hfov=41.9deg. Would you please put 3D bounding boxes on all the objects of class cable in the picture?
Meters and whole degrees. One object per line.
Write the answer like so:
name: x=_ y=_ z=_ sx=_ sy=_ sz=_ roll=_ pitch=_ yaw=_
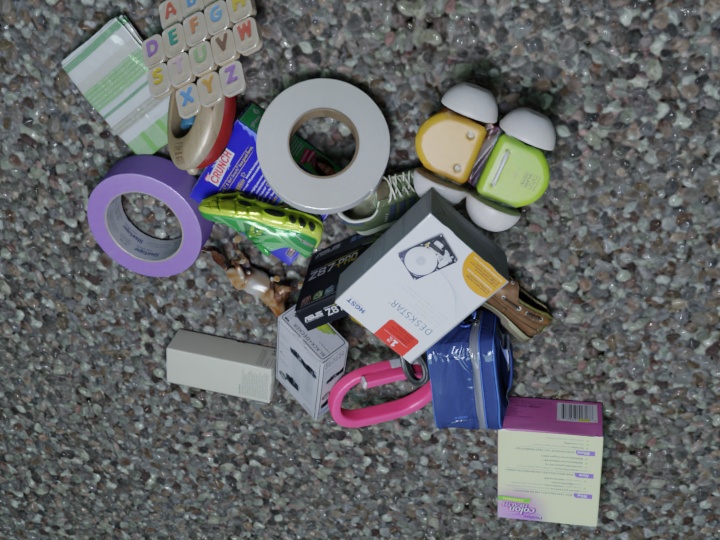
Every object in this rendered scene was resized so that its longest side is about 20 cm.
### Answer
cable: x=0.060 y=0.095 z=1.559 sx=0.200 sy=0.050 sz=0.097 roll=45 pitch=110 yaw=12

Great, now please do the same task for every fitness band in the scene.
fitness band: x=0.042 y=0.211 z=1.611 sx=0.198 sy=0.038 sz=0.144 roll=-9 pitch=139 yaw=-18

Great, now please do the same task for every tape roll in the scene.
tape roll: x=-0.055 y=-0.184 z=1.395 sx=0.201 sy=0.037 sz=0.205 roll=0 pitch=81 yaw=-1
tape roll: x=-0.349 y=-0.089 z=1.563 sx=0.198 sy=0.066 sz=0.202 roll=7 pitch=126 yaw=10

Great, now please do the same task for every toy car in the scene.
toy car: x=0.178 y=-0.167 z=1.355 sx=0.198 sy=0.150 sz=0.176 roll=24 pitch=108 yaw=4

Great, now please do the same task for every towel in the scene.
towel: x=-0.361 y=-0.287 z=1.489 sx=0.148 sy=0.031 sz=0.200 roll=-28 pitch=112 yaw=28

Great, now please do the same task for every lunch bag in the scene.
lunch bag: x=0.187 y=0.157 z=1.546 sx=0.131 sy=0.136 sz=0.202 roll=-2 pitch=118 yaw=14

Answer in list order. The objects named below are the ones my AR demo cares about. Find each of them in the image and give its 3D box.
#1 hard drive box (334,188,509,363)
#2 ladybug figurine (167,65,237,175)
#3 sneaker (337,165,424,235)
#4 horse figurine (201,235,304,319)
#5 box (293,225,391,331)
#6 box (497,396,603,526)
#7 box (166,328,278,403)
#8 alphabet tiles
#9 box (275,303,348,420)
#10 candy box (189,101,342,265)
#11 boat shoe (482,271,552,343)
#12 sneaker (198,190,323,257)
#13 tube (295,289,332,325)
hard drive box: x=0.087 y=0.011 z=1.335 sx=0.155 sy=0.077 sz=0.200 roll=38 pitch=118 yaw=-17
ladybug figurine: x=-0.235 y=-0.240 z=1.415 sx=0.135 sy=0.072 sz=0.202 roll=0 pitch=81 yaw=50
sneaker: x=0.051 y=-0.114 z=1.439 sx=0.199 sy=0.090 sz=0.068 roll=-26 pitch=66 yaw=25
horse figurine: x=-0.176 y=0.015 z=1.583 sx=0.199 sy=0.050 sz=0.133 roll=33 pitch=151 yaw=0
box: x=0.000 y=0.000 z=1.485 sx=0.199 sy=0.162 sz=0.049 roll=-23 pitch=117 yaw=25
box: x=0.329 y=0.331 z=1.637 sx=0.174 sy=0.097 sz=0.202 roll=2 pitch=119 yaw=12
box: x=-0.247 y=0.172 z=1.698 sx=0.198 sy=0.069 sz=0.083 roll=12 pitch=122 yaw=7
alphabet tiles: x=-0.233 y=-0.328 z=1.364 sx=0.199 sy=0.015 sz=0.197 roll=-20 pitch=72 yaw=23
box: x=-0.084 y=0.153 z=1.584 sx=0.117 sy=0.060 sz=0.201 roll=43 pitch=151 yaw=24
candy box: x=-0.144 y=-0.135 z=1.492 sx=0.199 sy=0.077 sz=0.169 roll=35 pitch=122 yaw=-9
boat shoe: x=0.226 y=0.030 z=1.509 sx=0.200 sy=0.072 sz=0.068 roll=40 pitch=116 yaw=-21
sneaker: x=-0.158 y=-0.065 z=1.448 sx=0.198 sy=0.074 sz=0.084 roll=16 pitch=120 yaw=4
tube: x=-0.068 y=0.122 z=1.638 sx=0.051 sy=0.058 sz=0.202 roll=-8 pitch=116 yaw=9
